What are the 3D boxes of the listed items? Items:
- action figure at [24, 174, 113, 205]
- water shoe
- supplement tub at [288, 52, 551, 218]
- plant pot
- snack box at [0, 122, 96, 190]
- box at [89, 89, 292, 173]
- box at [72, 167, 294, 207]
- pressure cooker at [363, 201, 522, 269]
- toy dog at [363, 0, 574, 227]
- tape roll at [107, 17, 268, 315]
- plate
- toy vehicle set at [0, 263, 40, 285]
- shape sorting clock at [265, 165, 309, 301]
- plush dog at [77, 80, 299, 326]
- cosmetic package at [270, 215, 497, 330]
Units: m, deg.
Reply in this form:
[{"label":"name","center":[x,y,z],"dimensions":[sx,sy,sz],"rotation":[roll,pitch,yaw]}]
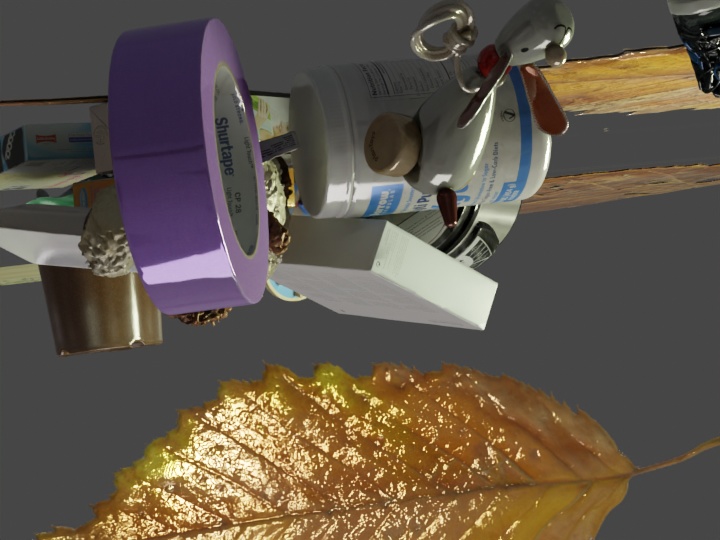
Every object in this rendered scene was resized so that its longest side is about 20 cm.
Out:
[{"label":"action figure","center":[-0.266,-0.096,1.772],"dimensions":[0.200,0.055,0.118],"rotation":[-18,169,38]},{"label":"water shoe","center":[0.287,-0.178,1.279],"dimensions":[0.071,0.079,0.200],"rotation":[-8,177,21]},{"label":"supplement tub","center":[0.050,-0.116,1.401],"dimensions":[0.199,0.132,0.132],"rotation":[-8,177,-16]},{"label":"plant pot","center":[-0.362,0.015,2.307],"dimensions":[0.200,0.199,0.200],"rotation":[-8,176,0]},{"label":"snack box","center":[-0.305,-0.108,1.589],"dimensions":[0.116,0.037,0.200],"rotation":[-5,176,-33]},{"label":"box","center":[-0.133,-0.124,1.485],"dimensions":[0.116,0.060,0.200],"rotation":[-9,176,37]},{"label":"box","center":[-0.170,-0.068,1.500],"dimensions":[0.119,0.042,0.200],"rotation":[-4,179,-45]},{"label":"pressure cooker","center":[0.050,-0.085,1.597],"dimensions":[0.178,0.176,0.200],"rotation":[17,-174,23]},{"label":"toy dog","center":[0.089,-0.110,1.243],"dimensions":[0.132,0.097,0.200],"rotation":[-9,150,-25]},{"label":"tape roll","center":[-0.116,-0.072,1.146],"dimensions":[0.065,0.201,0.200],"rotation":[-8,177,6]},{"label":"plate","center":[-0.229,-0.028,1.495],"dimensions":[0.199,0.032,0.200],"rotation":[4,171,6]},{"label":"toy vehicle set","center":[-0.594,0.001,3.145],"dimensions":[0.199,0.027,0.124],"rotation":[-7,177,-6]},{"label":"shape sorting clock","center":[-0.042,-0.064,1.665],"dimensions":[0.039,0.201,0.200],"rotation":[17,-170,30]},{"label":"plush dog","center":[-0.106,-0.041,1.333],"dimensions":[0.160,0.200,0.172],"rotation":[30,169,17]},{"label":"cosmetic package","center":[0.000,0.000,1.480],"dimensions":[0.200,0.052,0.151],"rotation":[5,161,48]}]
